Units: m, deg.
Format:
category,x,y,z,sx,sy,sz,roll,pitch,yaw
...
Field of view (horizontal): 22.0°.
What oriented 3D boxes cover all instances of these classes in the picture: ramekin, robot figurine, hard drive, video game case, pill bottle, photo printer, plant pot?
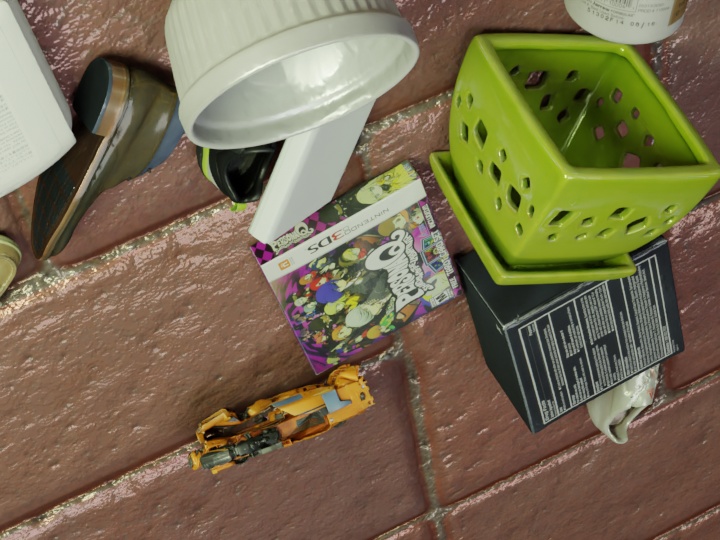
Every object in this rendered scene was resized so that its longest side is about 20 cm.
category,x,y,z,sx,sy,sz,roll,pitch,yaw
ramekin,-0.063,-0.187,1.486,0.200,0.105,0.200,-21,167,-5
robot figurine,-0.089,0.156,1.926,0.199,0.058,0.145,-20,180,-8
hard drive,-0.029,-0.129,1.681,0.132,0.027,0.200,-38,157,-54
video game case,0.000,0.000,1.874,0.181,0.036,0.200,-28,141,-4
pill bottle,0.254,-0.314,1.663,0.114,0.114,0.200,-14,137,-22
photo printer,-0.326,-0.133,1.490,0.166,0.070,0.200,-28,141,-7
plant pot,0.191,-0.098,1.785,0.198,0.200,0.182,-3,140,-32

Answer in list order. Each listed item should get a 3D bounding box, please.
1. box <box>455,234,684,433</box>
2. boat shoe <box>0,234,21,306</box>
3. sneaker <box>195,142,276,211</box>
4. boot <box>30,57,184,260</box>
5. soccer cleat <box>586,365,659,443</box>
category,x,y,z,sx,sy,sz,roll,pitch,yaw
box,0.227,0.037,1.998,0.198,0.123,0.200,-28,139,-8
boat shoe,-0.374,0.050,1.649,0.201,0.063,0.073,-39,141,7
sneaker,-0.089,-0.140,1.633,0.071,0.083,0.200,-9,135,-28
boot,-0.215,-0.086,1.610,0.097,0.075,0.200,7,124,-35
soccer cleat,0.328,0.116,2.183,0.069,0.078,0.200,-5,133,-31
